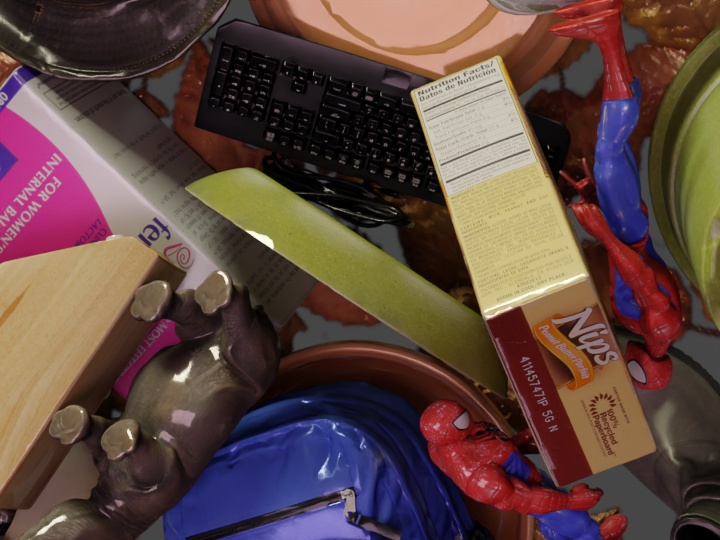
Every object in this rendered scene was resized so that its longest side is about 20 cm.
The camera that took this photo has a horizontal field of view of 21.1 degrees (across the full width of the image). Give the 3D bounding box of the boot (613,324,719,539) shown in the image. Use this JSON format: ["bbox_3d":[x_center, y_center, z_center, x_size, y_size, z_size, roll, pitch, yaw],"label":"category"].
[{"bbox_3d":[0.180,0.112,1.032,0.200,0.131,0.068,37,111,0],"label":"boot"}]

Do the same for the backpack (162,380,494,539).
[{"bbox_3d":[-0.012,0.166,1.040,0.162,0.168,0.200,-18,95,13],"label":"backpack"}]

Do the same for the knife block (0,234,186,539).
[{"bbox_3d":[-0.180,0.086,0.994,0.200,0.064,0.176,-12,81,7],"label":"knife block"}]

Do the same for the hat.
[{"bbox_3d":[-0.152,-0.201,1.008,0.200,0.081,0.201,-2,77,10],"label":"hat"}]

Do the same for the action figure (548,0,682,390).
[{"bbox_3d":[0.128,-0.032,0.961,0.052,0.065,0.200,-13,106,9],"label":"action figure"}]

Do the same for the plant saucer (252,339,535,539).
[{"bbox_3d":[0.005,0.133,1.131,0.200,0.037,0.200,4,106,12],"label":"plant saucer"}]

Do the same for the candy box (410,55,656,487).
[{"bbox_3d":[0.082,-0.004,0.949,0.055,0.200,0.115,-21,126,5],"label":"candy box"}]

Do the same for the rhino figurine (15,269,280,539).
[{"bbox_3d":[-0.111,0.091,0.980,0.060,0.087,0.200,35,90,34],"label":"rhino figurine"}]

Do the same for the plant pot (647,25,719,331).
[{"bbox_3d":[0.235,-0.027,0.946,0.200,0.190,0.200,4,107,12],"label":"plant pot"}]

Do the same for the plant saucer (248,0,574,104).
[{"bbox_3d":[0.029,-0.175,1.034,0.200,0.032,0.200,4,108,12],"label":"plant saucer"}]

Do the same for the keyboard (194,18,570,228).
[{"bbox_3d":[0.006,-0.061,1.051,0.200,0.040,0.104,18,130,1],"label":"keyboard"}]

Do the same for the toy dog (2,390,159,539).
[{"bbox_3d":[-0.216,0.085,1.131,0.200,0.140,0.194,58,154,-8],"label":"toy dog"}]

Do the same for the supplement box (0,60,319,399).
[{"bbox_3d":[-0.133,-0.019,1.084,0.200,0.103,0.101,43,110,-3],"label":"supplement box"}]

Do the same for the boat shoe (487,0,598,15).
[{"bbox_3d":[0.157,-0.173,0.972,0.202,0.065,0.075,-14,104,0],"label":"boat shoe"}]

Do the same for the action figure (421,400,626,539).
[{"bbox_3d":[0.095,0.117,1.034,0.052,0.065,0.200,-51,133,6],"label":"action figure"}]

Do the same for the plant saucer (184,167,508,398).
[{"bbox_3d":[0.000,0.000,1.006,0.200,0.200,0.031,33,90,2],"label":"plant saucer"}]
